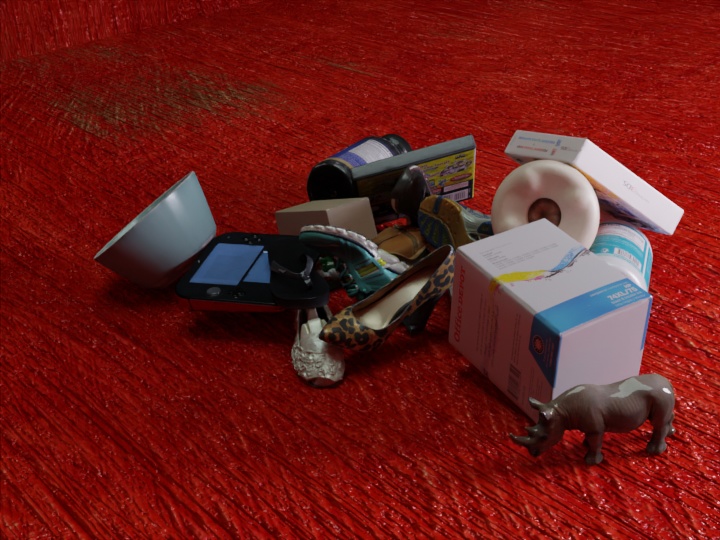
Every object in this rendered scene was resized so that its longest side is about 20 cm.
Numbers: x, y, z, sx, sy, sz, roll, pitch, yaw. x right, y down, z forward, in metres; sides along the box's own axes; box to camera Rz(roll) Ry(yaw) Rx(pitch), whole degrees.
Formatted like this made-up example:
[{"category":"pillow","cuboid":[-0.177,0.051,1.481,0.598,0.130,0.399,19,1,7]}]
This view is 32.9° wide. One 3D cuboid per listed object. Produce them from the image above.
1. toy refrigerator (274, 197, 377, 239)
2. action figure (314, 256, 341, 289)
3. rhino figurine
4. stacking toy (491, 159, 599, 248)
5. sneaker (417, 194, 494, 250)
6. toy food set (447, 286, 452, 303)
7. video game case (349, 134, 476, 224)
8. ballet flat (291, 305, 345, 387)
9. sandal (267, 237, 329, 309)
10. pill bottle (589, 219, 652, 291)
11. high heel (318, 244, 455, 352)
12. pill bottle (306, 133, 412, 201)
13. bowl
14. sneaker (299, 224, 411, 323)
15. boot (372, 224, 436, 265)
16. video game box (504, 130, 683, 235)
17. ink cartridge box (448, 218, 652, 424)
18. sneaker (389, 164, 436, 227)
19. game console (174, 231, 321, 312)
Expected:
[{"category":"toy refrigerator","cuboid":[-0.056,-0.069,1.895,0.075,0.071,0.200,-18,9,-26]},{"category":"action figure","cuboid":[-0.089,0.008,1.810,0.199,0.055,0.118,-17,30,-26]},{"category":"rhino figurine","cuboid":[0.259,0.163,1.348,0.198,0.088,0.060,-9,24,-8]},{"category":"stacking toy","cuboid":[0.272,-0.076,1.685,0.145,0.148,0.200,5,5,21]},{"category":"sneaker","cuboid":[0.170,-0.052,1.770,0.088,0.076,0.199,3,20,-46]},{"category":"toy food set","cuboid":[0.182,0.044,1.681,0.142,0.061,0.200,4,25,-8]},{"category":"video game case","cuboid":[0.086,-0.139,1.948,0.198,0.181,0.026,-15,67,-3]},{"category":"ballet flat","cuboid":[-0.063,0.083,1.624,0.071,0.072,0.200,-8,25,-6]},{"category":"sandal","cuboid":[-0.095,-0.003,1.677,0.075,0.043,0.200,-11,29,-12]},{"category":"pill bottle","cuboid":[0.340,0.000,1.664,0.110,0.112,0.200,2,25,17]},{"category":"high heel","cuboid":[0.037,0.030,1.581,0.199,0.143,0.071,-10,46,-42]},{"category":"pill bottle","cuboid":[0.007,-0.164,2.096,0.111,0.113,0.200,11,29,33]},{"category":"bowl","cuboid":[-0.298,-0.046,1.855,0.200,0.105,0.201,-38,11,9]},{"category":"sneaker","cuboid":[0.000,0.000,1.682,0.199,0.080,0.077,31,-13,-6]},{"category":"boot","cuboid":[0.040,-0.019,1.823,0.198,0.074,0.155,-5,22,-25]},{"category":"video game box","cuboid":[0.325,-0.125,1.711,0.199,0.047,0.182,31,-1,-26]},{"category":"ink cartridge box","cuboid":[0.222,0.060,1.468,0.145,0.148,0.200,-19,40,-27]},{"category":"sneaker","cuboid":[0.120,-0.095,1.878,0.115,0.076,0.200,28,-4,18]},{"category":"game console","cuboid":[-0.158,-0.001,1.751,0.175,0.031,0.200,0,29,18]}]
